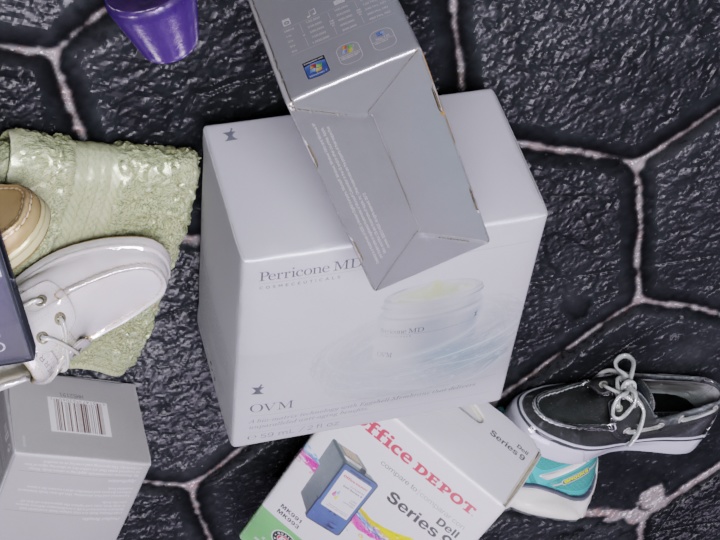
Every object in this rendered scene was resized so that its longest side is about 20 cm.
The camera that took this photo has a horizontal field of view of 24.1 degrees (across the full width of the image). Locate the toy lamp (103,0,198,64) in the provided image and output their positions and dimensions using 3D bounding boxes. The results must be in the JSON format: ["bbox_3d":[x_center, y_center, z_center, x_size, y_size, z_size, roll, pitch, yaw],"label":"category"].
[{"bbox_3d":[-0.135,-0.202,0.946,0.058,0.058,0.201,-18,135,-3],"label":"toy lamp"}]

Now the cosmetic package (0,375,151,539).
[{"bbox_3d":[-0.237,0.175,1.250,0.106,0.090,0.200,9,131,-28],"label":"cosmetic package"}]

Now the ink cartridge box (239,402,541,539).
[{"bbox_3d":[0.020,0.168,1.273,0.145,0.088,0.200,39,126,3],"label":"ink cartridge box"}]

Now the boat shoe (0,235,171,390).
[{"bbox_3d":[-0.210,0.044,1.091,0.199,0.069,0.071,-24,136,1],"label":"boat shoe"}]

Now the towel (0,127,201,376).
[{"bbox_3d":[-0.192,-0.007,1.126,0.148,0.037,0.201,4,130,-25],"label":"towel"}]

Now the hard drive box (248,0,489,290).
[{"bbox_3d":[-0.007,-0.116,0.972,0.076,0.201,0.156,-23,137,1],"label":"hard drive box"}]

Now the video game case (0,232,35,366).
[{"bbox_3d":[-0.281,-0.017,0.973,0.142,0.019,0.201,-9,128,1],"label":"video game case"}]

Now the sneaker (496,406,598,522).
[{"bbox_3d":[0.102,0.148,1.374,0.199,0.077,0.080,10,98,-22],"label":"sneaker"}]

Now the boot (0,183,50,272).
[{"bbox_3d":[-0.299,-0.055,0.997,0.199,0.073,0.156,-6,135,15],"label":"boot"}]

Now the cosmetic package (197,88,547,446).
[{"bbox_3d":[0.000,0.000,1.126,0.198,0.123,0.201,-9,140,-14],"label":"cosmetic package"}]

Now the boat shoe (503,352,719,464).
[{"bbox_3d":[0.210,0.110,1.359,0.198,0.074,0.068,7,134,-26],"label":"boat shoe"}]
